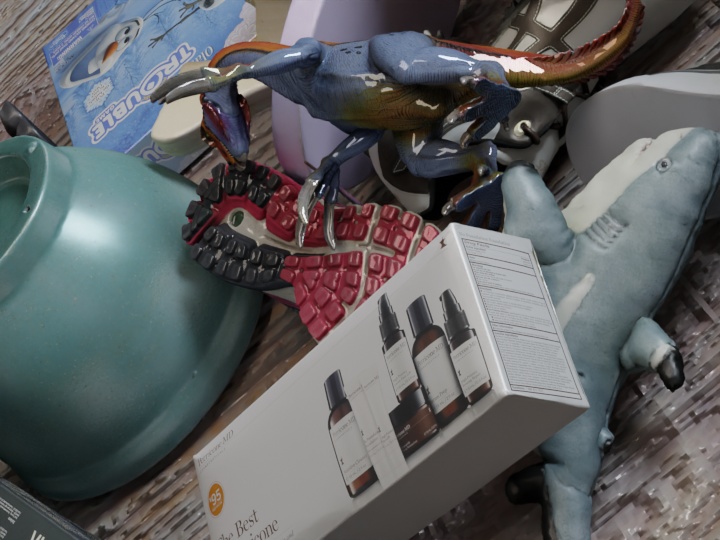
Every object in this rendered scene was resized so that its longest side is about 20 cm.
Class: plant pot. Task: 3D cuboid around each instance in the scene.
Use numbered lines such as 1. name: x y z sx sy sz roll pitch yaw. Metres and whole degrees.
1. plant pot: -0.172 0.009 0.906 0.200 0.134 0.200 -27 41 26

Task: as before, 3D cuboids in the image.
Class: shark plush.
1. shark plush: 0.098 0.031 0.669 0.083 0.091 0.200 0 57 36

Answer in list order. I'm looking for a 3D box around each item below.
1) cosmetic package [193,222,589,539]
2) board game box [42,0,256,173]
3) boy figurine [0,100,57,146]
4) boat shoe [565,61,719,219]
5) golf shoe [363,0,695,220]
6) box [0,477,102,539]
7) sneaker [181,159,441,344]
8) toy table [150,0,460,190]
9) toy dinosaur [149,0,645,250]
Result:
1. cosmetic package: 0.004 0.070 0.690 0.200 0.051 0.083 -43 48 37
2. board game box: -0.118 -0.159 1.085 0.200 0.043 0.199 -41 39 10
3. boy figurine: -0.277 -0.019 1.067 0.200 0.064 0.124 -44 40 -1
4. boat shoe: 0.177 -0.064 0.701 0.057 0.069 0.200 -28 15 -36
5. golf shoe: 0.095 -0.092 0.806 0.200 0.078 0.095 -27 67 17
6. box: -0.095 0.153 0.688 0.200 0.160 0.044 19 72 50
7. sneaker: 0.000 0.000 0.809 0.200 0.075 0.081 32 95 40
8. toy table: -0.031 -0.143 0.895 0.117 0.184 0.200 12 57 31
9. toy dinosaur: 0.004 -0.078 0.767 0.200 0.105 0.181 -29 39 -22
